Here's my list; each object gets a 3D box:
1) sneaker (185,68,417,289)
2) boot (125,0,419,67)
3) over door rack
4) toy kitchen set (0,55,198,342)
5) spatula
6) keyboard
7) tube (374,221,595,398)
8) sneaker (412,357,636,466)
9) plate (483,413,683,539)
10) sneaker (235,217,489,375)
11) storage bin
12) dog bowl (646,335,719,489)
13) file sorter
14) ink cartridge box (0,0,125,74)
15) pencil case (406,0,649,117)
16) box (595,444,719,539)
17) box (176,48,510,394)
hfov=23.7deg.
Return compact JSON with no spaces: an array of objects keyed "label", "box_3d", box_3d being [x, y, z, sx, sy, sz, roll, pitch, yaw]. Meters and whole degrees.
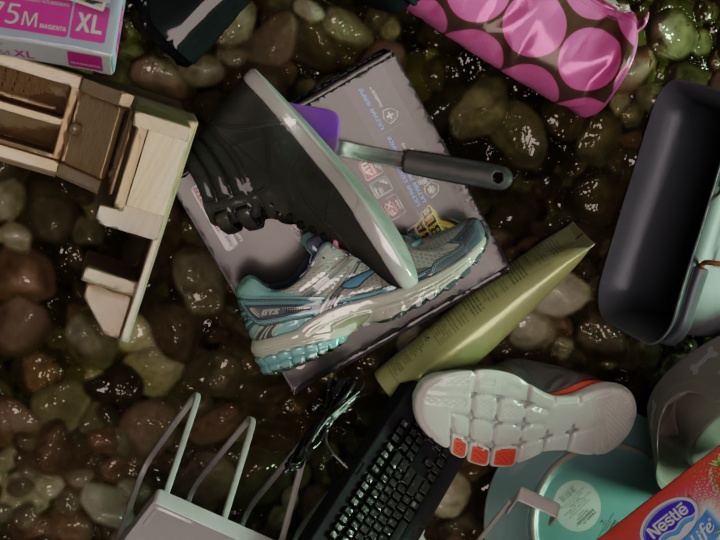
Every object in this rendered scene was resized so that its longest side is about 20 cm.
[{"label":"sneaker","box_3d":[-0.049,-0.042,1.238,0.099,0.071,0.200,-42,78,5]},{"label":"boot","box_3d":[-0.071,-0.205,1.238,0.168,0.076,0.200,-46,66,2]},{"label":"over door rack","box_3d":[0.058,0.254,1.294,0.067,0.200,0.148,32,50,-12]},{"label":"toy kitchen set","box_3d":[-0.226,-0.058,1.211,0.180,0.200,0.163,16,98,-11]},{"label":"spatula","box_3d":[0.018,-0.086,1.287,0.200,0.021,0.057,9,91,-11]},{"label":"keyboard","box_3d":[0.002,0.152,1.259,0.127,0.021,0.200,43,48,-9]},{"label":"tube","box_3d":[0.101,0.036,1.347,0.200,0.058,0.052,-42,146,4]},{"label":"sneaker","box_3d":[0.117,0.104,1.341,0.200,0.082,0.077,9,107,-30]},{"label":"plate","box_3d":[0.198,0.207,1.380,0.200,0.026,0.200,2,80,-13]},{"label":"sneaker","box_3d":[0.000,0.000,1.274,0.200,0.078,0.086,-27,94,-5]},{"label":"storage bin","box_3d":[0.295,-0.033,1.334,0.134,0.146,0.200,11,99,-21]},{"label":"dog bowl","box_3d":[0.317,0.107,1.346,0.200,0.059,0.200,-12,145,-8]},{"label":"file sorter","box_3d":[-0.077,0.200,1.304,0.200,0.125,0.139,26,135,-12]},{"label":"ink cartridge box","box_3d":[-0.219,-0.246,1.218,0.119,0.042,0.200,9,72,-5]},{"label":"pencil case","box_3d":[0.115,-0.203,1.295,0.200,0.091,0.094,28,127,-13]},{"label":"box","box_3d":[0.238,0.215,1.258,0.200,0.095,0.100,-36,71,-8]},{"label":"box","box_3d":[-0.016,-0.038,1.326,0.198,0.050,0.200,-29,103,-3]}]
